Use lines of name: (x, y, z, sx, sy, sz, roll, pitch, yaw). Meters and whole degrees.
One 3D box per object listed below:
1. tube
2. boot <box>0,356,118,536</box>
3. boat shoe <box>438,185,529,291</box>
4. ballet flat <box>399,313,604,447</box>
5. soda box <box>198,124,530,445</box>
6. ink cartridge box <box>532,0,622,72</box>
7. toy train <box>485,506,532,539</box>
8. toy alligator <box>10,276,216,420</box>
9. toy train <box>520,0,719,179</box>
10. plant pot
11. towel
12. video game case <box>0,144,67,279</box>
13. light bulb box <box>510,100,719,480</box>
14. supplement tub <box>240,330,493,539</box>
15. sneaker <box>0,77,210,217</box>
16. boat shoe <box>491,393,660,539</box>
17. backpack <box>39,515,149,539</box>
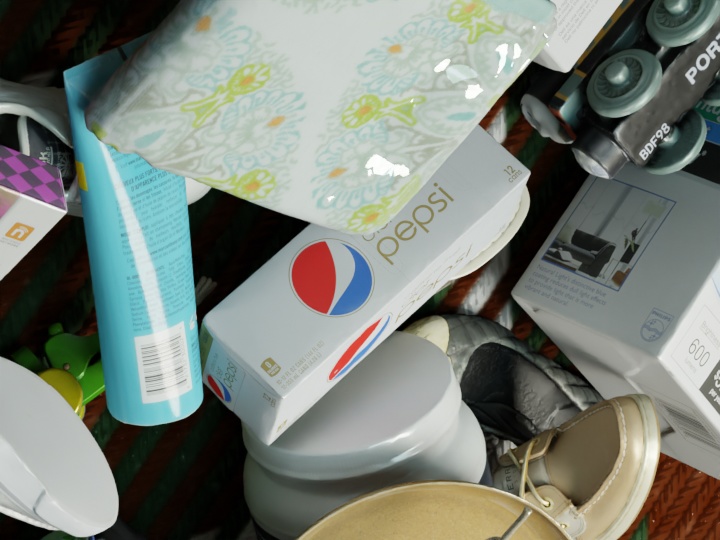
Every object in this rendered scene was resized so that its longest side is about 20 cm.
tube: (-0.113, -0.019, 1.300, 0.077, 0.050, 0.201, -36, 131, -48)
boot: (-0.217, 0.085, 1.293, 0.095, 0.074, 0.200, -27, 131, 24)
boat shoe: (0.008, -0.001, 1.463, 0.200, 0.060, 0.072, -32, 80, -23)
ballet flat: (0.096, 0.075, 1.556, 0.200, 0.057, 0.067, 24, 95, -38)
soda box: (0.000, 0.000, 1.387, 0.200, 0.064, 0.068, -42, 168, -25)
ink cartridge box: (0.078, -0.230, 1.400, 0.146, 0.087, 0.200, -52, 130, -6)
toy train: (0.075, 0.223, 1.376, 0.115, 0.085, 0.200, 24, 110, -34)
toy alligator: (-0.166, 0.057, 1.376, 0.054, 0.059, 0.200, 45, 79, 3)
toy train: (0.178, -0.143, 1.486, 0.200, 0.114, 0.085, -51, 130, -5)
plant pot: (0.030, 0.196, 1.409, 0.199, 0.028, 0.201, -5, 117, -10)
towel: (-0.013, -0.101, 1.263, 0.200, 0.048, 0.171, 20, 120, -46)
video game case: (-0.272, -0.015, 1.228, 0.200, 0.036, 0.181, 22, 127, -39)
light bulb box: (0.226, 0.000, 1.546, 0.200, 0.125, 0.198, -56, 136, -11)
supplement tub: (0.012, 0.151, 1.477, 0.140, 0.140, 0.201, -27, 122, -22)
sneaker: (-0.150, -0.058, 1.320, 0.199, 0.080, 0.077, 7, 104, -38)
boat shoe: (0.109, 0.137, 1.535, 0.069, 0.074, 0.200, 8, 142, -24)
backpack: (-0.140, 0.246, 1.390, 0.147, 0.183, 0.200, -28, 117, 3)
